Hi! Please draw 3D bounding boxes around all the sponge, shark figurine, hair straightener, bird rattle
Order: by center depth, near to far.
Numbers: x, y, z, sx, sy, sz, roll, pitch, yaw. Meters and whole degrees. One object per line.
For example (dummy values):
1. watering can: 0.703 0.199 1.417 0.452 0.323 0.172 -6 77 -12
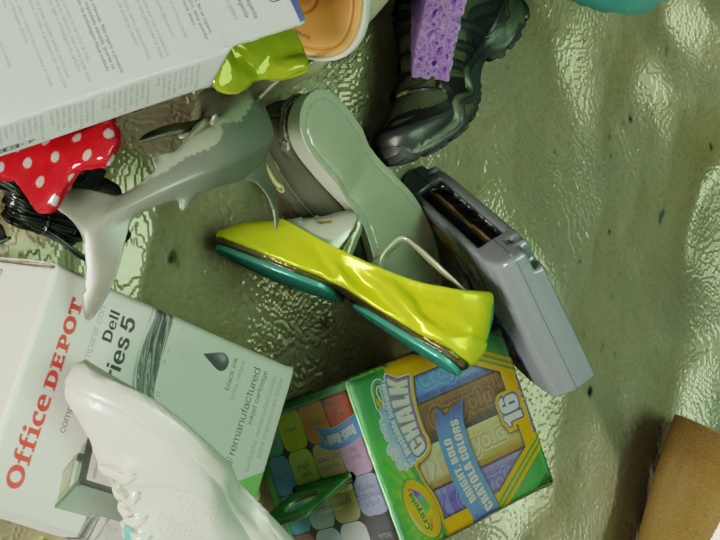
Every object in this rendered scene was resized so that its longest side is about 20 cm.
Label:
1. bird rattle: -0.134 -0.114 0.913 0.200 0.163 0.113 -41 110 -10
2. hair straightener: -0.213 -0.043 0.924 0.199 0.041 0.078 24 60 -48
3. shark figurine: -0.085 -0.053 0.934 0.090 0.127 0.215 64 30 -17
4. sponge: 0.054 -0.244 1.078 0.029 0.112 0.202 3 59 -4

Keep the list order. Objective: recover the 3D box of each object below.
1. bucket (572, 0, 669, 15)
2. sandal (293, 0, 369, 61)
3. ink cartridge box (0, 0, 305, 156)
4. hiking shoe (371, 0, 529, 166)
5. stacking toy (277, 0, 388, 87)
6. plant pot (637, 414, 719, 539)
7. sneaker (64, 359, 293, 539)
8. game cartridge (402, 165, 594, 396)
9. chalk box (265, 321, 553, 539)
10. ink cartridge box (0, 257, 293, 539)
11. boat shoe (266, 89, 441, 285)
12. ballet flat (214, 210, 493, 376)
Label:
1. bucket: 0.173 -0.293 1.152 0.134 0.206 0.210 -3 95 -49
2. sandal: -0.043 -0.226 0.926 0.059 0.078 0.209 -67 150 -75
3. ink cartridge box: -0.156 -0.172 0.819 0.198 0.043 0.198 -19 73 -17
4. hiking shoe: 0.047 -0.164 1.152 0.101 0.075 0.201 49 51 -24
5. stacking toy: -0.069 -0.233 1.017 0.200 0.146 0.147 43 63 -15
6. plant pot: 0.316 0.259 1.366 0.186 0.186 0.202 30 86 -40
7. sneaker: -0.116 0.138 0.897 0.089 0.075 0.200 -48 125 -15
8. game cartridge: 0.098 0.009 1.126 0.041 0.200 0.134 -28 116 -7
9. chalk box: 0.012 0.129 1.073 0.199 0.124 0.125 -16 86 -42
10. ink cartridge box: -0.154 0.095 0.958 0.199 0.083 0.147 27 74 -41
11. boat shoe: -0.008 -0.042 1.106 0.202 0.060 0.072 55 47 -32
12. ballet flat: 0.000 0.000 1.039 0.068 0.198 0.067 -62 166 -6
